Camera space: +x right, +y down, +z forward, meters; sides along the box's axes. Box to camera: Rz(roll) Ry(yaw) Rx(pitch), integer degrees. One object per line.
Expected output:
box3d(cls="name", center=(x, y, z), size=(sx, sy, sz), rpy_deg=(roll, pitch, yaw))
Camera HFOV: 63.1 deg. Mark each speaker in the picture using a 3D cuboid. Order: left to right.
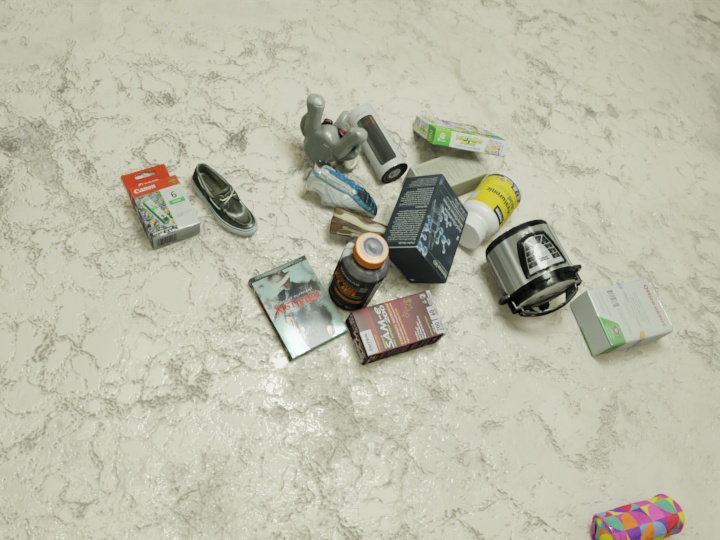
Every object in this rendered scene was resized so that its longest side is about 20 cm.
box3d(cls="speaker", center=(0.041, -0.327, 1.503), size=(0.080, 0.081, 0.202), rpy_deg=(-19, 70, -24))

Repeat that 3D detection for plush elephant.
box3d(cls="plush elephant", center=(-0.068, -0.325, 1.434), size=(0.163, 0.201, 0.155), rpy_deg=(30, 36, -1))

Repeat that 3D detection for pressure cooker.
box3d(cls="pressure cooker", center=(0.408, 0.005, 1.373), size=(0.177, 0.175, 0.202), rpy_deg=(-1, 61, -45))

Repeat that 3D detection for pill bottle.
box3d(cls="pill bottle", center=(0.000, 0.000, 1.247), size=(0.104, 0.201, 0.108), rpy_deg=(7, 60, -12))
box3d(cls="pill bottle", center=(0.314, -0.149, 1.470), size=(0.111, 0.112, 0.200), rpy_deg=(39, 60, 7))

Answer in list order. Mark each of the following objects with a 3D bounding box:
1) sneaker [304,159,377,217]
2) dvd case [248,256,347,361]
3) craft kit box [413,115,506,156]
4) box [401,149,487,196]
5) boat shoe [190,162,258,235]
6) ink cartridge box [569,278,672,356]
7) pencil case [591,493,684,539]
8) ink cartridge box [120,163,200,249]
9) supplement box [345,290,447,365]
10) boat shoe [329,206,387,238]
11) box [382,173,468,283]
box3d(cls="sneaker", center=(-0.048, -0.180, 1.409), size=(0.199, 0.087, 0.076), rpy_deg=(32, 31, -23))
box3d(cls="dvd case", center=(-0.135, 0.077, 1.271), size=(0.144, 0.022, 0.202), rpy_deg=(-23, 71, -26))
box3d(cls="craft kit box", center=(0.256, -0.355, 1.536), size=(0.194, 0.049, 0.200), rpy_deg=(4, 23, -13))
box3d(cls="box", center=(0.216, -0.236, 1.506), size=(0.198, 0.078, 0.096), rpy_deg=(-21, 70, -25))
box3d(cls="boat shoe", center=(-0.309, -0.159, 1.315), size=(0.199, 0.071, 0.072), rpy_deg=(41, 59, 6))
box3d(cls="ink cartridge box", center=(0.641, 0.114, 1.443), size=(0.197, 0.088, 0.147), rpy_deg=(-10, 66, -19))
box3d(cls="pencil case", center=(0.571, 0.524, 1.212), size=(0.197, 0.089, 0.090), rpy_deg=(-5, 64, -21))
box3d(cls="ink cartridge box", center=(-0.442, -0.156, 1.286), size=(0.108, 0.050, 0.202), rpy_deg=(-23, 72, -25))
box3d(cls="supplement box", center=(0.079, 0.124, 1.287), size=(0.197, 0.061, 0.110), rpy_deg=(-14, 68, -22))
box3d(cls="boat shoe", center=(0.018, -0.082, 1.383), size=(0.200, 0.075, 0.076), rpy_deg=(21, 97, -16))
box3d(cls="box", center=(0.149, -0.094, 1.344), size=(0.148, 0.106, 0.202), rpy_deg=(44, 58, -42))
